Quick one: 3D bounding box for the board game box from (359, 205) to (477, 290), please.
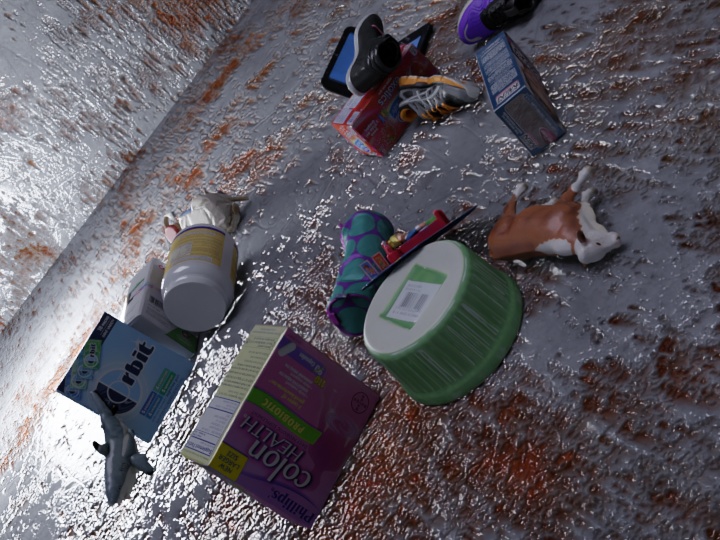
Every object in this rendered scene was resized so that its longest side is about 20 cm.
[{"bbox_3d":[0.073,-0.046,1.238,0.199,0.039,0.158,-34,-4,-32],"label":"board game box"}]

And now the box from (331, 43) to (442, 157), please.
[{"bbox_3d":[0.050,-0.323,1.681,0.201,0.095,0.100,-54,27,-7],"label":"box"}]

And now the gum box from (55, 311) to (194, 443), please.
[{"bbox_3d":[-0.443,0.203,1.676,0.171,0.199,0.045,-63,12,-22],"label":"gum box"}]

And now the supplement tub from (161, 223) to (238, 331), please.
[{"bbox_3d":[-0.325,0.013,1.793,0.145,0.145,0.201,-39,28,22],"label":"supplement tub"}]

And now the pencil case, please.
[{"bbox_3d":[0.000,0.000,1.360,0.092,0.086,0.201,-3,43,13],"label":"pencil case"}]

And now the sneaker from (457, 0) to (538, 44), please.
[{"bbox_3d":[0.255,-0.471,1.575,0.200,0.069,0.100,-40,31,23],"label":"sneaker"}]

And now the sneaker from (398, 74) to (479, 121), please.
[{"bbox_3d":[0.136,-0.300,1.558,0.199,0.078,0.078,15,96,57],"label":"sneaker"}]

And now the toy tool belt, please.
[{"bbox_3d":[-0.358,-0.124,2.084,0.199,0.126,0.123,-22,7,40],"label":"toy tool belt"}]

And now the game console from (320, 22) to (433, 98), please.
[{"bbox_3d":[0.036,-0.446,1.839,0.175,0.116,0.201,-21,39,46],"label":"game console"}]

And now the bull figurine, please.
[{"bbox_3d":[0.237,-0.058,1.085,0.199,0.065,0.122,-4,48,53],"label":"bull figurine"}]

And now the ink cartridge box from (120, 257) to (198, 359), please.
[{"bbox_3d":[-0.409,0.090,1.828,0.084,0.145,0.201,-39,29,22],"label":"ink cartridge box"}]

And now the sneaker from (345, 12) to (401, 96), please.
[{"bbox_3d":[0.038,-0.417,1.642,0.099,0.071,0.201,-22,43,40],"label":"sneaker"}]

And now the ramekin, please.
[{"bbox_3d":[0.097,0.058,1.117,0.200,0.098,0.201,-37,29,25],"label":"ramekin"}]

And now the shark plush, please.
[{"bbox_3d":[-0.439,0.310,1.581,0.090,0.083,0.202,-14,86,39],"label":"shark plush"}]

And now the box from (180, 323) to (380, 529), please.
[{"bbox_3d":[-0.102,0.202,1.164,0.096,0.176,0.201,-1,54,58],"label":"box"}]

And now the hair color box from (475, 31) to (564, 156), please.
[{"bbox_3d":[0.234,-0.266,1.312,0.060,0.100,0.201,-37,30,23],"label":"hair color box"}]
